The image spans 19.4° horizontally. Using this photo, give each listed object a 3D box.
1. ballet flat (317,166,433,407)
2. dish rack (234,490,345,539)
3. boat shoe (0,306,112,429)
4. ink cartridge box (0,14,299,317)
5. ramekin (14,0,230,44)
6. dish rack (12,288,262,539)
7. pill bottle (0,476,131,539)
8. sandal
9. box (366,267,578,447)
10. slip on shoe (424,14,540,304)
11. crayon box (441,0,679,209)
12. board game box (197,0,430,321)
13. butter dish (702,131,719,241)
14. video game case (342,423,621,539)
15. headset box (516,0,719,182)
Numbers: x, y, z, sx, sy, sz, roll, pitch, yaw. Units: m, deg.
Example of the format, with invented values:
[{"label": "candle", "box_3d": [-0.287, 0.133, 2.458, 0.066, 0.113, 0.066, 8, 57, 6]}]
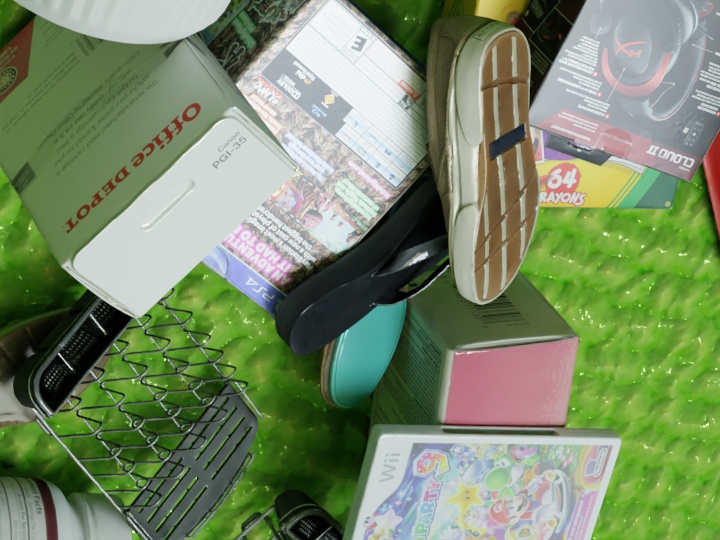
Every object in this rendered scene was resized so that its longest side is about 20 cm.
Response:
[{"label": "ballet flat", "box_3d": [0.000, 0.000, 1.539, 0.068, 0.072, 0.201, -5, 120, -39]}, {"label": "dish rack", "box_3d": [-0.074, 0.275, 1.659, 0.200, 0.055, 0.153, -42, 124, 3]}, {"label": "boat shoe", "box_3d": [-0.268, 0.084, 1.478, 0.200, 0.063, 0.073, -35, 118, -22]}, {"label": "ink cartridge box", "box_3d": [-0.151, -0.089, 1.337, 0.146, 0.200, 0.083, -42, 138, 6]}, {"label": "ramekin", "box_3d": [-0.152, -0.221, 1.284, 0.202, 0.203, 0.094, 7, 127, -27]}, {"label": "dish rack", "box_3d": [-0.146, 0.096, 1.494, 0.154, 0.054, 0.200, -52, 121, -28]}, {"label": "pill bottle", "box_3d": [-0.272, 0.203, 1.505, 0.199, 0.114, 0.115, 6, 114, -24]}, {"label": "sandal", "box_3d": [0.031, -0.003, 1.469, 0.200, 0.043, 0.076, -39, 149, -12]}, {"label": "box", "box_3d": [0.081, 0.111, 1.602, 0.109, 0.128, 0.201, -5, 120, -21]}, {"label": "slip on shoe", "box_3d": [0.074, -0.076, 1.418, 0.076, 0.060, 0.201, -31, 129, -38]}, {"label": "crayon box", "box_3d": [0.151, -0.135, 1.540, 0.199, 0.058, 0.173, 0, 117, -23]}, {"label": "board game box", "box_3d": [-0.055, -0.095, 1.448, 0.200, 0.097, 0.159, -47, 125, 6]}, {"label": "butter dish", "box_3d": [0.384, -0.064, 1.627, 0.199, 0.148, 0.200, -25, 124, -9]}, {"label": "video game case", "box_3d": [0.086, 0.180, 1.553, 0.199, 0.018, 0.144, 3, 116, -24]}, {"label": "headset box", "box_3d": [0.194, -0.162, 1.457, 0.148, 0.075, 0.200, 16, 112, -25]}]
